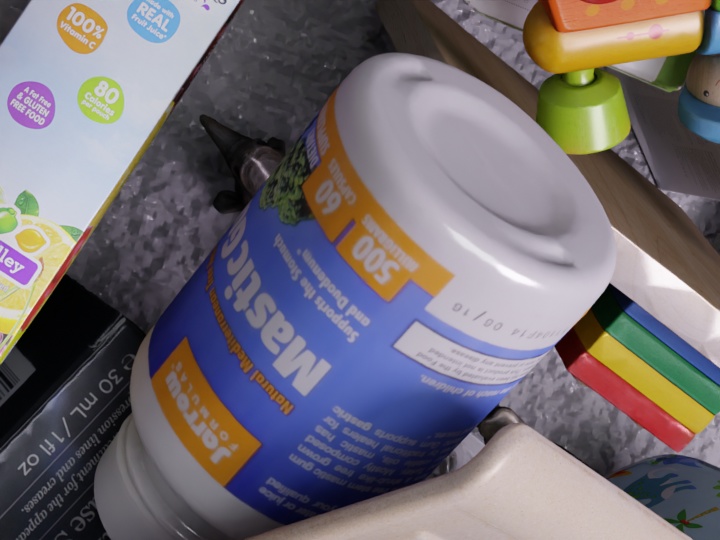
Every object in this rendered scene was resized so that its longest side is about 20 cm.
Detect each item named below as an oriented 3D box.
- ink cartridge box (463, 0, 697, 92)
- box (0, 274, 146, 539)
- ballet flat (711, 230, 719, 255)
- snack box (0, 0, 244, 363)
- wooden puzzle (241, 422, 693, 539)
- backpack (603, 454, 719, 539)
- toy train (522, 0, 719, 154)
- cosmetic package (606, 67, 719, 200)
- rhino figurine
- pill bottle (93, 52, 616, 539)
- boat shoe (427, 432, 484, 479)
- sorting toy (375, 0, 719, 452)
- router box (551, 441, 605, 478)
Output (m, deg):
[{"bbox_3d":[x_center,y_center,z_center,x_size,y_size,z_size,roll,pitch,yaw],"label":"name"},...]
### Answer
[{"bbox_3d":[0.067,-0.183,0.681,0.199,0.076,0.148,20,108,-11],"label":"ink cartridge box"},{"bbox_3d":[-0.101,0.127,0.725,0.148,0.107,0.200,-47,114,-9],"label":"box"},{"bbox_3d":[0.233,-0.043,0.859,0.067,0.064,0.200,25,89,-25],"label":"ballet flat"},{"bbox_3d":[-0.113,-0.064,0.646,0.068,0.169,0.200,35,85,-11],"label":"snack box"},{"bbox_3d":[0.009,0.133,0.598,0.200,0.046,0.185,-25,147,20],"label":"wooden puzzle"},{"bbox_3d":[0.137,0.190,0.791,0.200,0.183,0.147,-30,114,-16],"label":"backpack"},{"bbox_3d":[0.078,-0.095,0.630,0.199,0.085,0.116,-10,126,-7],"label":"toy train"},{"bbox_3d":[0.147,-0.130,0.796,0.051,0.083,0.200,-33,111,-14],"label":"cosmetic package"},{"bbox_3d":[0.000,0.000,0.751,0.200,0.087,0.060,42,89,-9],"label":"rhino figurine"},{"bbox_3d":[-0.012,0.030,0.588,0.112,0.112,0.200,25,122,-25],"label":"pill bottle"},{"bbox_3d":[0.010,0.092,0.787,0.200,0.065,0.074,29,87,-25],"label":"boat shoe"},{"bbox_3d":[0.083,-0.018,0.733,0.199,0.200,0.070,36,106,-22],"label":"sorting toy"},{"bbox_3d":[0.074,0.192,0.688,0.200,0.149,0.051,-57,148,6],"label":"router box"}]
